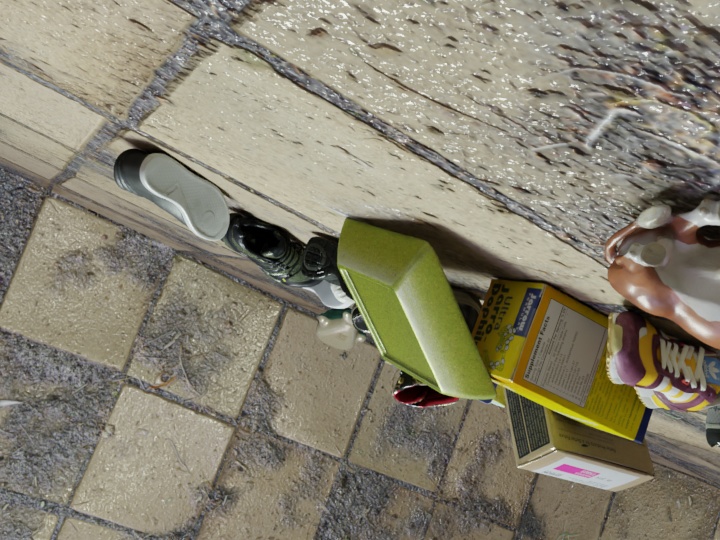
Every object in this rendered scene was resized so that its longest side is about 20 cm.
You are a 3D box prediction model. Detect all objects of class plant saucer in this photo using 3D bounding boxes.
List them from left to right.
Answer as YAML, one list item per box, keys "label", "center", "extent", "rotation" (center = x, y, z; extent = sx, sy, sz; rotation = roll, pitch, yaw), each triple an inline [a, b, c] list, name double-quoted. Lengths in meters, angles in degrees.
- label: "plant saucer"
  center: [0.048, 0.051, 0.901]
  extent: [0.199, 0.047, 0.203]
  rotation: [22, 142, 61]

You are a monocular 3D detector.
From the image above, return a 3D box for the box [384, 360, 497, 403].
- label: "box"
  center: [0.153, 0.140, 1.383]
  extent: [0.196, 0.124, 0.032]
  rotation: [23, 169, -2]

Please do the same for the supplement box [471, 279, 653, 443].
- label: "supplement box"
  center: [0.232, 0.101, 0.905]
  extent: [0.197, 0.111, 0.109]
  rotation: [26, 172, -22]

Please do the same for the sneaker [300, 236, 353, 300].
- label: "sneaker"
  center: [0.000, 0.000, 1.126]
  extent: [0.089, 0.078, 0.198]
  rotation: [16, -174, -40]

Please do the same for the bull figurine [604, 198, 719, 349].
- label: "bull figurine"
  center: [0.238, 0.017, 0.465]
  extent: [0.196, 0.066, 0.122]
  rotation: [19, 168, 18]

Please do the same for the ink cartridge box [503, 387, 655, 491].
- label: "ink cartridge box"
  center: [0.282, 0.187, 1.051]
  extent: [0.197, 0.168, 0.075]
  rotation: [21, 140, -31]

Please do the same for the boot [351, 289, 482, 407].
- label: "boot"
  center: [0.066, 0.107, 1.105]
  extent: [0.195, 0.153, 0.074]
  rotation: [-2, 144, 22]

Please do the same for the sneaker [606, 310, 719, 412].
- label: "sneaker"
  center: [0.308, 0.090, 0.793]
  extent: [0.088, 0.077, 0.199]
  rotation: [-2, 160, 36]

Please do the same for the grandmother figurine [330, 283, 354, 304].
- label: "grandmother figurine"
  center: [0.010, 0.042, 1.291]
  extent: [0.121, 0.061, 0.199]
  rotation: [37, -175, 26]

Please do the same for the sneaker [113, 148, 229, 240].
- label: "sneaker"
  center: [-0.266, -0.112, 1.128]
  extent: [0.098, 0.072, 0.200]
  rotation: [20, 166, 34]

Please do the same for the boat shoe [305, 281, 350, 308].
- label: "boat shoe"
  center: [-0.050, 0.025, 1.455]
  extent: [0.064, 0.075, 0.199]
  rotation: [21, -175, -33]

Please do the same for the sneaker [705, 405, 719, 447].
- label: "sneaker"
  center: [0.475, 0.195, 0.904]
  extent: [0.196, 0.089, 0.074]
  rotation: [23, 173, -4]

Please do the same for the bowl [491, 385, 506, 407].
- label: "bowl"
  center: [0.199, 0.168, 1.498]
  extent: [0.196, 0.110, 0.200]
  rotation: [23, 173, 3]

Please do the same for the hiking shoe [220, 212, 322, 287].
- label: "hiking shoe"
  center: [-0.136, -0.024, 1.299]
  extent: [0.197, 0.077, 0.100]
  rotation: [27, 175, -23]

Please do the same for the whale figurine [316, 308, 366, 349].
- label: "whale figurine"
  center: [-0.047, 0.149, 2.301]
  extent: [0.156, 0.106, 0.200]
  rotation: [25, 148, -13]
